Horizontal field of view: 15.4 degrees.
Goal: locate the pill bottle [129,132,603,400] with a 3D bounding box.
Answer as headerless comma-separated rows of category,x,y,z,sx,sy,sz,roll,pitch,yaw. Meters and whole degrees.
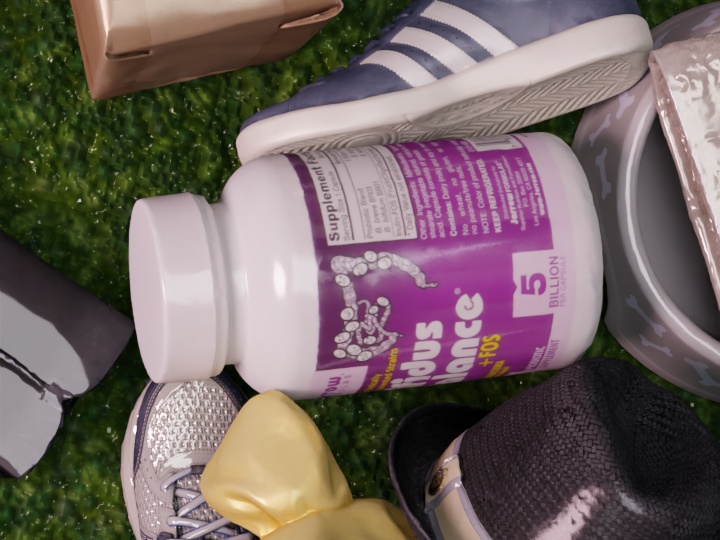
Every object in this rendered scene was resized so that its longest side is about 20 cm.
pill bottle,0.000,0.000,1.204,0.199,0.112,0.113,-6,90,-14

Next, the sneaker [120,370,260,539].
sneaker,-0.063,0.139,1.209,0.077,0.085,0.201,-6,89,-10

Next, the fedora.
fedora,0.107,0.099,1.177,0.200,0.201,0.092,34,111,-8

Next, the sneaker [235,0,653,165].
sneaker,0.032,-0.102,1.247,0.199,0.075,0.085,-17,70,-4

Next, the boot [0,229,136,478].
boot,-0.182,-0.026,1.201,0.200,0.066,0.165,40,90,-4

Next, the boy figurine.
boy figurine,-0.006,0.147,1.153,0.124,0.064,0.200,-25,78,-48

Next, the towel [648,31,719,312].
towel,0.222,-0.025,1.232,0.132,0.034,0.201,-18,91,-11

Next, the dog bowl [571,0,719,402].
dog bowl,0.200,-0.034,1.274,0.199,0.059,0.201,0,89,-9

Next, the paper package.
paper package,-0.087,-0.188,1.160,0.103,0.191,0.201,-13,90,-8

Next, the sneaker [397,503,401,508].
sneaker,0.007,0.192,1.210,0.082,0.077,0.201,17,85,-45
